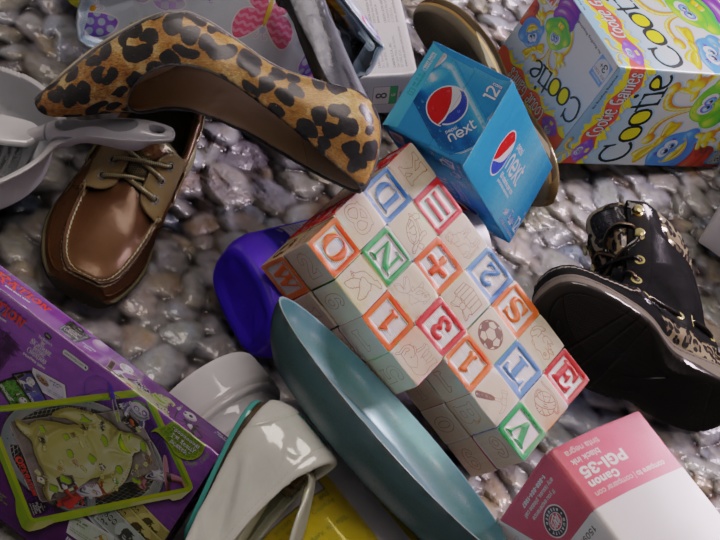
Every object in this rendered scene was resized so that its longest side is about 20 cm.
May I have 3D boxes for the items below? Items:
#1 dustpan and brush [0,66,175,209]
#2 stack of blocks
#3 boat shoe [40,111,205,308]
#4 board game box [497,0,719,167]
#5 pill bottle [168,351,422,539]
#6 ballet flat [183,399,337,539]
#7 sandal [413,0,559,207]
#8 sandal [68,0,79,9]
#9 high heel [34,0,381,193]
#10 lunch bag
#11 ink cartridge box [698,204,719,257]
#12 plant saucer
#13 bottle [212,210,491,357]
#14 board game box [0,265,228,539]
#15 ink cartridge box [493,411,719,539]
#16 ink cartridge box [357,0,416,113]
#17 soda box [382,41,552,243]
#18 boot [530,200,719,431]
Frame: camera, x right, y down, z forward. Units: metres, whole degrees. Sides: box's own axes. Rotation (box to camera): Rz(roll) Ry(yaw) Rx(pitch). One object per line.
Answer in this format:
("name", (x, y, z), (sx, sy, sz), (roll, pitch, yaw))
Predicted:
("dustpan and brush", (-0.219, -0.085, 1.260), (0.199, 0.057, 0.140), (8, 47, -1))
("stack of blocks", (0.044, 0.035, 1.260), (0.200, 0.059, 0.115), (52, 54, -10))
("boat shoe", (-0.153, -0.063, 1.296), (0.075, 0.074, 0.200), (25, 43, -7))
("board game box", (0.218, -0.153, 1.530), (0.199, 0.103, 0.105), (-2, 50, -40))
("pill bottle", (-0.036, 0.146, 1.135), (0.111, 0.111, 0.200), (-22, 63, -39))
("ballet flat", (-0.078, 0.166, 1.054), (0.069, 0.069, 0.201), (31, 86, 3))
("sandal", (0.085, -0.127, 1.491), (0.054, 0.080, 0.200), (-23, 66, -13))
("sandal", (-0.126, -0.235, 1.460), (0.199, 0.080, 0.087), (-17, 17, -12))
("high heel", (-0.091, -0.090, 1.214), (0.199, 0.071, 0.143), (-19, 75, -7))
("lunch bag", (-0.084, -0.191, 1.340), (0.199, 0.128, 0.170), (18, 13, -8))
("ink cartridge box", (0.343, -0.040, 1.535), (0.117, 0.067, 0.200), (35, 43, 6))
("plant saucer", (0.012, 0.097, 1.127), (0.200, 0.027, 0.200), (48, 4, -5))
("bottle", (0.000, 0.000, 1.322), (0.199, 0.065, 0.084), (-15, 68, -37))
("board game box", (-0.182, 0.087, 1.111), (0.200, 0.120, 0.032), (37, 25, 8))
("ink cartridge box", (0.168, 0.209, 1.154), (0.083, 0.147, 0.200), (-17, 59, -36))
("ink cartridge box", (-0.066, -0.186, 1.493), (0.199, 0.050, 0.161), (-5, 50, -7))
("soda box", (0.078, -0.084, 1.346), (0.064, 0.200, 0.068), (29, 85, 17))
("boot", (0.183, 0.015, 1.373), (0.200, 0.073, 0.151), (28, 36, -32))
